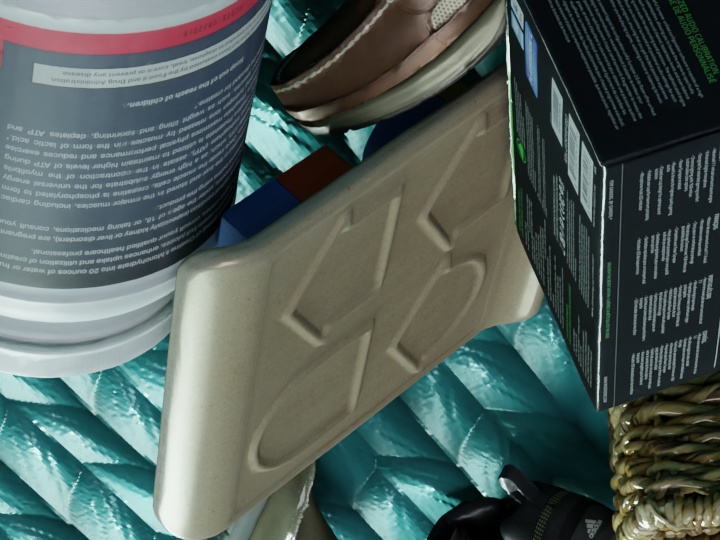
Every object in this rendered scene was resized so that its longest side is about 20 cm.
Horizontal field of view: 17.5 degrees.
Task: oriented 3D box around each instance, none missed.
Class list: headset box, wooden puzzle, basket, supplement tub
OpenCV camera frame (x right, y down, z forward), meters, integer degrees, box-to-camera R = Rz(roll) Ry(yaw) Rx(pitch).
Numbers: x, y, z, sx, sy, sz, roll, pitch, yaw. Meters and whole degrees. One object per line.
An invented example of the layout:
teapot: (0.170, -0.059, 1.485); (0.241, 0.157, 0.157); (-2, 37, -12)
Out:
headset box: (0.160, -0.056, 0.829); (0.199, 0.093, 0.174); (-18, 150, -5)
wooden puzzle: (0.000, 0.000, 0.914); (0.200, 0.046, 0.186); (-31, 152, -28)
basket: (0.205, 0.085, 0.993); (0.199, 0.149, 0.143); (-4, 136, 2)
supplement tub: (-0.106, -0.072, 0.829); (0.140, 0.141, 0.200); (7, 135, -8)

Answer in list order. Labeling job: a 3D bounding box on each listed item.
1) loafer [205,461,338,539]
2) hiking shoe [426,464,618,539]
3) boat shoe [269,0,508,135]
loafer: (-0.038, 0.124, 1.092); (0.069, 0.075, 0.200); (0, 146, -9)
hiking shoe: (0.077, 0.152, 1.127); (0.101, 0.076, 0.200); (38, 146, 6)
boat shoe: (0.041, -0.127, 0.831); (0.200, 0.076, 0.074); (-36, 110, 25)
